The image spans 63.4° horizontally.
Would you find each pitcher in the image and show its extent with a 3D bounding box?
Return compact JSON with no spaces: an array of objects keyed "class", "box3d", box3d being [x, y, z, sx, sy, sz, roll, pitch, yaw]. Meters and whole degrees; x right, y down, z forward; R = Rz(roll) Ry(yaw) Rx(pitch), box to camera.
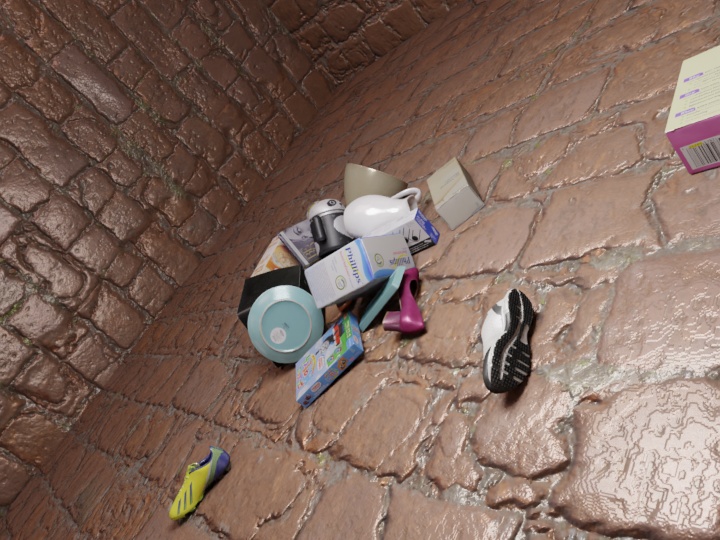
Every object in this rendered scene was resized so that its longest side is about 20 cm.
[{"class":"pitcher","box3d":[0.065,-0.161,1.585,0.196,0.123,0.173,-6,35,24]}]

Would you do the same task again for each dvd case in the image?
[{"class":"dvd case","box3d":[-0.139,-0.104,1.827,0.198,0.149,0.016,-30,-27,-25]}]

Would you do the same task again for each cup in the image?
[{"class":"cup","box3d":[0.029,-0.221,1.762,0.200,0.197,0.146,23,95,66]}]

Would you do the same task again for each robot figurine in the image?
[{"class":"robot figurine","box3d":[-0.082,-0.112,1.740,0.122,0.204,0.150,-13,-10,-12]}]

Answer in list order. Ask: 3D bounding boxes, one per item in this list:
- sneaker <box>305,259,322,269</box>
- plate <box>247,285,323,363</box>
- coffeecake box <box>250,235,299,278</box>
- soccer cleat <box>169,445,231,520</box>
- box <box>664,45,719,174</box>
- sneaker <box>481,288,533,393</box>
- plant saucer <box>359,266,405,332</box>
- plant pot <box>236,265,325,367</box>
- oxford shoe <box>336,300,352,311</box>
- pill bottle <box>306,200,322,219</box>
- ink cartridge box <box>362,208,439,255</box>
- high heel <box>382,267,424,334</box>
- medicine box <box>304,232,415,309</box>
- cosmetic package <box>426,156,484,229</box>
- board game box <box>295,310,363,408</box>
[{"class":"sneaker","box3d":[-0.114,0.005,1.756,0.079,0.074,0.200,-43,22,-7]},{"class":"plate","box3d":[-0.192,0.141,1.498,0.200,0.200,0.026,-46,9,-1]},{"class":"coffeecake box","box3d":[-0.249,0.002,1.888,0.072,0.154,0.202,-24,31,39]},{"class":"soccer cleat","box3d":[-0.399,0.507,1.404,0.201,0.084,0.065,-48,23,-4]},{"class":"box","box3d":[0.606,-0.276,0.925,0.175,0.097,0.202,-16,38,51]},{"class":"sneaker","box3d":[0.235,0.125,0.966,0.080,0.073,0.201,-43,14,46]},{"class":"plant saucer","box3d":[0.046,0.066,1.345,0.201,0.019,0.071,-54,10,47]},{"class":"plant pot","box3d":[-0.203,0.104,1.613,0.175,0.201,0.201,-28,26,10]},{"class":"oxford shoe","box3d":[-0.058,0.038,1.597,0.071,0.073,0.201,-38,24,16]},{"class":"pill bottle","box3d":[-0.117,-0.171,2.001,0.109,0.109,0.200,-45,22,1]},{"class":"ink cartridge box","box3d":[0.096,-0.077,1.492,0.198,0.094,0.045,-24,30,41]},{"class":"high heel","box3d":[0.123,0.065,1.282,0.094,0.068,0.202,-1,43,27]},{"class":"medicine box","box3d":[0.000,0.000,1.409,0.198,0.105,0.181,-29,-11,37]},{"class":"cosmetic package","box3d":[0.236,-0.199,1.477,0.103,0.073,0.201,-38,23,18]},{"class":"board game box","box3d":[-0.078,0.207,1.382,0.200,0.036,0.152,-47,22,15]}]
